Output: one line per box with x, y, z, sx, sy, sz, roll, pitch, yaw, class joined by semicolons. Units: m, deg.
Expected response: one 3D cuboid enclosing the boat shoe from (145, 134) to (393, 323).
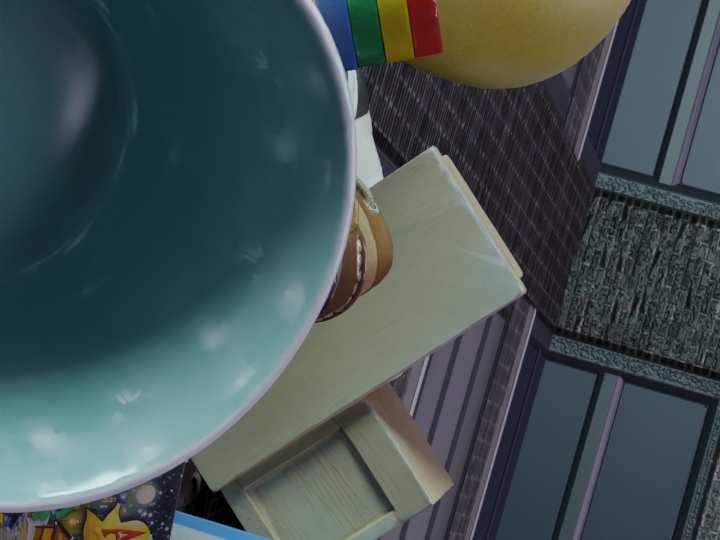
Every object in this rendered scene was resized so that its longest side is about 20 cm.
-0.066;-0.051;0.905;0.074;0.200;0.076;-9;140;-53;boat shoe

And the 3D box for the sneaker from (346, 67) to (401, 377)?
-0.018;-0.027;1.255;0.080;0.073;0.201;37;43;-47;sneaker

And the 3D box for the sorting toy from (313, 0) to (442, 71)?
-0.012;-0.182;1.029;0.200;0.069;0.200;-97;178;-56;sorting toy

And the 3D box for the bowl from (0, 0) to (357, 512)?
-0.112;-0.035;0.794;0.105;0.200;0.202;35;-64;58;bowl

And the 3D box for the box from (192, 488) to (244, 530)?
-0.050;0.116;1.310;0.161;0.049;0.201;-35;-138;58;box

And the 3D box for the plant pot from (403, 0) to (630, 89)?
0.033;-0.196;1.295;0.142;0.199;0.201;-2;109;-52;plant pot

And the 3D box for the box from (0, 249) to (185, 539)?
-0.135;0.082;0.911;0.038;0.136;0.201;39;-59;59;box

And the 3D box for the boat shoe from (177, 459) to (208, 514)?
-0.104;0.092;1.225;0.200;0.074;0.074;50;56;-75;boat shoe

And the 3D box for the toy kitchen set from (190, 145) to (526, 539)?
0.000;0.000;1.126;0.163;0.201;0.180;-33;179;18;toy kitchen set

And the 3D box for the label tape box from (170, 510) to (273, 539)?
-0.037;0.194;1.059;0.201;0.142;0.066;93;16;-49;label tape box
